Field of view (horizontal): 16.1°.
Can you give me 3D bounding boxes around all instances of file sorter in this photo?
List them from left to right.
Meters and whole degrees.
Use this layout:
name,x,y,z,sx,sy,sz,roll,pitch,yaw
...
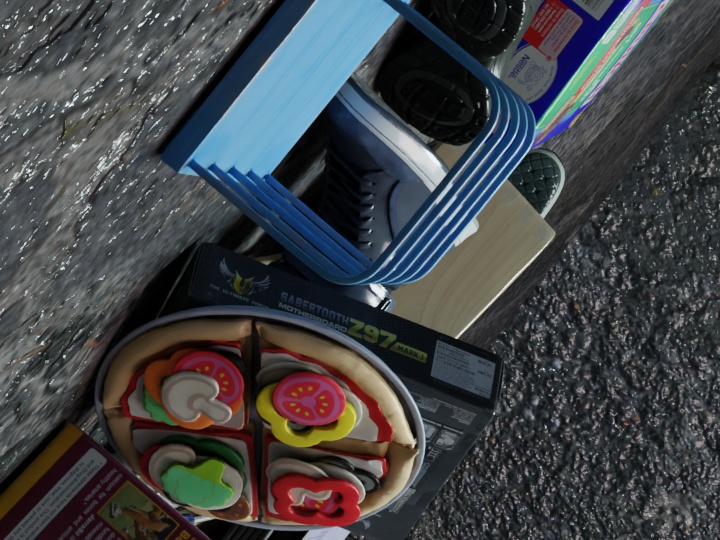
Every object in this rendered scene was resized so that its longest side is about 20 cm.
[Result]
name,x,y,z,sx,sy,sz,roll,pitch,yaw
file sorter,0.005,-0.071,1.331,0.139,0.123,0.200,-50,173,6

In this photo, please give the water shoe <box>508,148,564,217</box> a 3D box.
name,x,y,z,sx,sy,sz,roll,pitch,yaw
water shoe,0.138,-0.032,2.511,0.200,0.072,0.079,-51,175,11

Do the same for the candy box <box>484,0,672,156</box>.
name,x,y,z,sx,sy,sz,roll,pitch,yaw
candy box,0.156,-0.176,1.873,0.169,0.077,0.200,-53,173,20

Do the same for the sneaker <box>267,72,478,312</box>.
name,x,y,z,sx,sy,sz,roll,pitch,yaw
sneaker,-0.014,-0.026,1.533,0.146,0.077,0.202,-40,150,-3

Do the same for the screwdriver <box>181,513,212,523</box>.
name,x,y,z,sx,sy,sz,roll,pitch,yaw
screwdriver,-0.093,0.160,1.639,0.200,0.029,0.028,-7,127,-26

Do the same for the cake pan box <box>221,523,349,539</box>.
name,x,y,z,sx,sy,sz,roll,pitch,yaw
cake pan box,-0.049,0.185,1.789,0.184,0.052,0.200,-55,170,6

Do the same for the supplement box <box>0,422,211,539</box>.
name,x,y,z,sx,sy,sz,roll,pitch,yaw
supplement box,-0.139,0.203,1.530,0.110,0.200,0.086,-47,173,-23

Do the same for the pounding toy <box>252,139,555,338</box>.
name,x,y,z,sx,sy,sz,roll,pitch,yaw
pounding toy,0.000,0.000,1.717,0.200,0.142,0.184,-45,-174,-19

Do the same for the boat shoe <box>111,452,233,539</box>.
name,x,y,z,sx,sy,sz,roll,pitch,yaw
boat shoe,-0.165,0.162,1.693,0.075,0.068,0.200,-48,155,25

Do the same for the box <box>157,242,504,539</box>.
name,x,y,z,sx,sy,sz,roll,pitch,yaw
box,-0.035,0.079,1.540,0.158,0.200,0.051,121,-13,-45

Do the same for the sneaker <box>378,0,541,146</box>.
name,x,y,z,sx,sy,sz,roll,pitch,yaw
sneaker,0.075,-0.150,1.564,0.091,0.076,0.200,-54,178,-34

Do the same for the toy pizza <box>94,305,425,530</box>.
name,x,y,z,sx,sy,sz,roll,pitch,yaw
toy pizza,-0.062,0.097,1.505,0.200,0.200,0.032,122,-15,-45
